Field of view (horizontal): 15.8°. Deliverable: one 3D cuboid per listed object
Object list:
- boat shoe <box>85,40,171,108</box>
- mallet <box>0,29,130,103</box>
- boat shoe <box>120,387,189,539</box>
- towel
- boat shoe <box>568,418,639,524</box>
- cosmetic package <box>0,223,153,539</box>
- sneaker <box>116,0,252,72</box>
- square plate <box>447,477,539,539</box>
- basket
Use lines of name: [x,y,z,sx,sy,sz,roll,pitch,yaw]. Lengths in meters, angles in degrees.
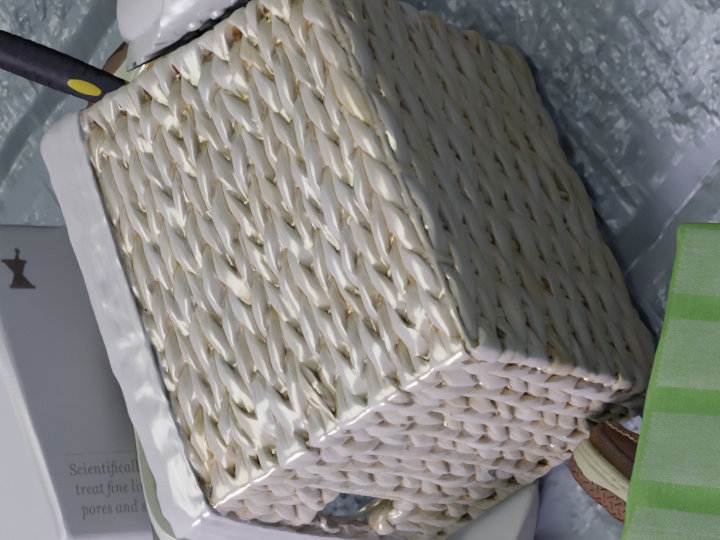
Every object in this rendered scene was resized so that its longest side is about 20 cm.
boat shoe: [-0.069,-0.123,1.273,0.076,0.072,0.201,32,116,22]
mallet: [-0.113,-0.073,1.223,0.066,0.199,0.041,-63,29,27]
boat shoe: [-0.074,0.063,1.189,0.060,0.072,0.202,81,180,-46]
towel: [0.205,0.057,0.967,0.199,0.031,0.150,7,64,18]
boat shoe: [0.178,0.107,1.045,0.202,0.075,0.075,34,91,31]
cosmetic package: [-0.169,0.095,1.278,0.200,0.164,0.166,-35,67,36]
sneaker: [-0.080,-0.139,1.134,0.076,0.200,0.081,-21,98,-1]
square plate: [-0.002,0.200,1.143,0.028,0.200,0.198,44,125,-15]
basket: [0.000,0.000,1.109,0.160,0.198,0.201,-33,66,24]
